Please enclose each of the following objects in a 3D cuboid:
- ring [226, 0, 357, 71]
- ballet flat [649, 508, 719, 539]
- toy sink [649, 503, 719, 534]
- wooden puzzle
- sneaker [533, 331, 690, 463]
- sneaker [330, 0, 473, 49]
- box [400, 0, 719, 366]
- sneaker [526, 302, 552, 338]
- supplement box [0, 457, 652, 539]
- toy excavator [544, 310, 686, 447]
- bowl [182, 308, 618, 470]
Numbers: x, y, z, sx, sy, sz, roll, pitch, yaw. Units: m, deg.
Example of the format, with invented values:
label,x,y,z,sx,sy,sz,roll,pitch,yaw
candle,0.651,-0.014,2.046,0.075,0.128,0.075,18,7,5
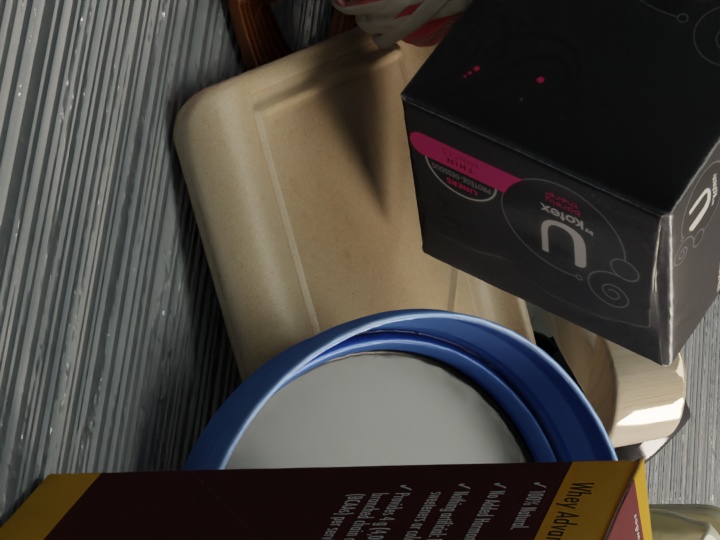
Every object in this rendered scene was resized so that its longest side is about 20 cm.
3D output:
label,x,y,z,sx,sy,sz,roll,pitch,yaw
ring,-0.022,-0.154,1.141,0.200,0.019,0.202,-3,90,-74
ballet flat,0.126,0.132,1.080,0.071,0.200,0.069,-42,118,-13
toy sink,0.126,0.232,1.368,0.112,0.129,0.202,-38,124,-69
wooden puzzle,0.000,0.000,1.090,0.200,0.037,0.186,-28,105,-58
sneaker,0.105,0.061,1.359,0.083,0.072,0.200,47,-18,-2
sneaker,0.001,-0.131,1.043,0.200,0.075,0.105,-33,103,-56
box,0.120,-0.085,1.079,0.200,0.122,0.106,-54,155,-26
sneaker,0.069,-0.024,1.344,0.200,0.070,0.100,44,34,-61
supplement box,-0.023,0.155,0.778,0.197,0.198,0.134,-51,136,-65
toy excavator,0.087,-0.039,1.203,0.194,0.099,0.202,-149,-127,-64
bowl,0.014,0.115,0.998,0.199,0.039,0.202,-1,92,-33
